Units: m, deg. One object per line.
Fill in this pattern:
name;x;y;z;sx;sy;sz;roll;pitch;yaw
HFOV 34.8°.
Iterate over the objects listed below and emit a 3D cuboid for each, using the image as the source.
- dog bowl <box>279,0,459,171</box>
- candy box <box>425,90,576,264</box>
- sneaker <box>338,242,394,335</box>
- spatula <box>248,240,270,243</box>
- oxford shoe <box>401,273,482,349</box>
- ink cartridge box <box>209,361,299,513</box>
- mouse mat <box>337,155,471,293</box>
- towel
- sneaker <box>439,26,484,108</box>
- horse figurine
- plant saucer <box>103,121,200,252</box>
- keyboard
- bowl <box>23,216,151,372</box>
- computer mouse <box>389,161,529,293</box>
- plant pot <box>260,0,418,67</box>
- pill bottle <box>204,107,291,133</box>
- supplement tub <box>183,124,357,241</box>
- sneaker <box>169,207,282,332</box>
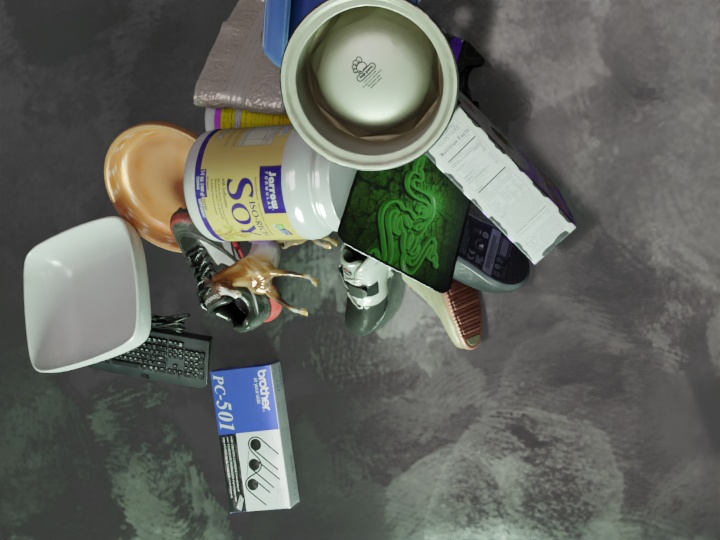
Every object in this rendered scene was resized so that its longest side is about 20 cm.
dog bowl;0.014;-0.218;1.290;0.199;0.074;0.201;3;112;7
candy box;0.162;-0.121;1.398;0.200;0.168;0.072;44;104;-9
sneaker;0.000;0.000;1.505;0.074;0.088;0.201;41;125;38
spatula;-0.067;-0.086;1.533;0.199;0.021;0.057;-28;42;-9
oxford shoe;0.100;0.014;1.515;0.074;0.071;0.201;-26;80;37
ink cartridge box;-0.148;0.233;1.607;0.093;0.044;0.201;-7;91;16
mouse mat;0.062;-0.084;1.426;0.160;0.008;0.201;27;58;-15
towel;-0.129;-0.289;1.520;0.132;0.035;0.201;8;57;17
sneaker;0.099;-0.206;1.493;0.099;0.070;0.201;26;101;11
horse figurine;-0.109;-0.021;1.537;0.132;0.050;0.201;15;54;9
plant saucer;-0.258;-0.118;1.587;0.199;0.038;0.201;11;125;16
keyboard;-0.312;0.107;1.653;0.199;0.040;0.105;7;96;16
bowl;-0.377;0.039;1.628;0.199;0.075;0.201;-19;70;24
computer mouse;0.127;-0.037;1.475;0.199;0.139;0.053;32;144;-12
plant pot;-0.023;-0.336;1.389;0.179;0.200;0.201;6;111;-2
pill bottle;-0.100;-0.198;1.536;0.199;0.104;0.105;9;96;17
supplement tub;-0.104;-0.110;1.440;0.199;0.145;0.146;-1;93;24
sneaker;-0.194;0.003;1.555;0.071;0.098;0.201;-35;98;38
